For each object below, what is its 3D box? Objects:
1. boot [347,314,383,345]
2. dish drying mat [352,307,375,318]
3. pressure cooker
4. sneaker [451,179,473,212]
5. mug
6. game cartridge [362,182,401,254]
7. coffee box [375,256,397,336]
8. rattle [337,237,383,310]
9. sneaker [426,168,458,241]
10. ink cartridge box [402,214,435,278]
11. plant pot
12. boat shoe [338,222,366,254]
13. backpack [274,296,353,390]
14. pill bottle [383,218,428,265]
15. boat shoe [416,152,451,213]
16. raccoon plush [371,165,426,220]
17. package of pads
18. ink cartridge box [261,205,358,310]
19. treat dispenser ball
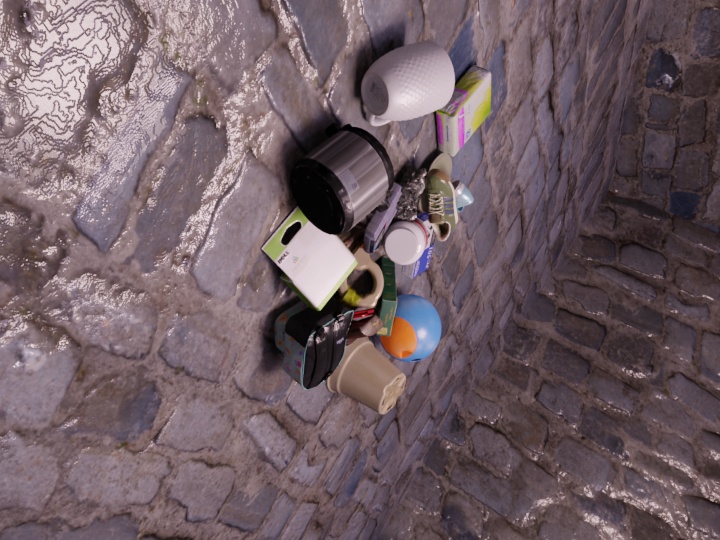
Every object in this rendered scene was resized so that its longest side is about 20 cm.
[{"bbox_3d":[0.003,0.152,1.652,0.198,0.066,0.185,-26,177,41],"label":"boot"},{"bbox_3d":[-0.003,0.114,1.623,0.200,0.075,0.019,16,64,-83],"label":"dish drying mat"},{"bbox_3d":[-0.024,-0.191,1.287,0.200,0.177,0.178,-43,145,-29],"label":"pressure cooker"},{"bbox_3d":[0.243,-0.186,1.749,0.075,0.082,0.199,-53,-165,-18],"label":"sneaker"},{"bbox_3d":[0.081,-0.384,1.350,0.173,0.149,0.200,-28,169,-34],"label":"mug"},{"bbox_3d":[0.049,-0.113,1.443,0.200,0.038,0.132,96,19,-79],"label":"game cartridge"},{"bbox_3d":[0.069,0.070,1.716,0.202,0.043,0.125,-89,-173,-56],"label":"coffee box"},{"bbox_3d":[0.000,0.000,1.638,0.143,0.126,0.206,62,29,-78],"label":"rattle"},{"bbox_3d":[0.211,-0.163,1.651,0.091,0.066,0.202,-61,144,-31],"label":"sneaker"},{"bbox_3d":[0.184,-0.084,1.888,0.093,0.044,0.204,-29,139,-43],"label":"ink cartridge box"},{"bbox_3d":[0.029,0.318,1.848,0.200,0.181,0.204,-40,147,-33],"label":"plant pot"},{"bbox_3d":[-0.045,-0.037,1.508,0.201,0.071,0.073,-50,151,-20],"label":"boat shoe"},{"bbox_3d":[-0.116,0.172,1.494,0.175,0.151,0.204,-33,137,-41],"label":"backpack"},{"bbox_3d":[0.118,-0.077,1.642,0.200,0.110,0.114,-43,157,-76],"label":"pill bottle"},{"bbox_3d":[0.190,-0.241,1.730,0.074,0.065,0.203,36,66,-30],"label":"boat shoe"},{"bbox_3d":[0.100,-0.204,1.591,0.198,0.095,0.137,-6,114,-57],"label":"raccoon plush"},{"bbox_3d":[0.282,-0.438,1.703,0.201,0.067,0.156,-51,152,-21],"label":"package of pads"},{"bbox_3d":[-0.121,-0.036,1.390,0.149,0.075,0.201,-50,117,-16],"label":"ink cartridge box"},{"bbox_3d":[0.148,0.175,1.898,0.200,0.199,0.204,-40,146,-34],"label":"treat dispenser ball"}]
